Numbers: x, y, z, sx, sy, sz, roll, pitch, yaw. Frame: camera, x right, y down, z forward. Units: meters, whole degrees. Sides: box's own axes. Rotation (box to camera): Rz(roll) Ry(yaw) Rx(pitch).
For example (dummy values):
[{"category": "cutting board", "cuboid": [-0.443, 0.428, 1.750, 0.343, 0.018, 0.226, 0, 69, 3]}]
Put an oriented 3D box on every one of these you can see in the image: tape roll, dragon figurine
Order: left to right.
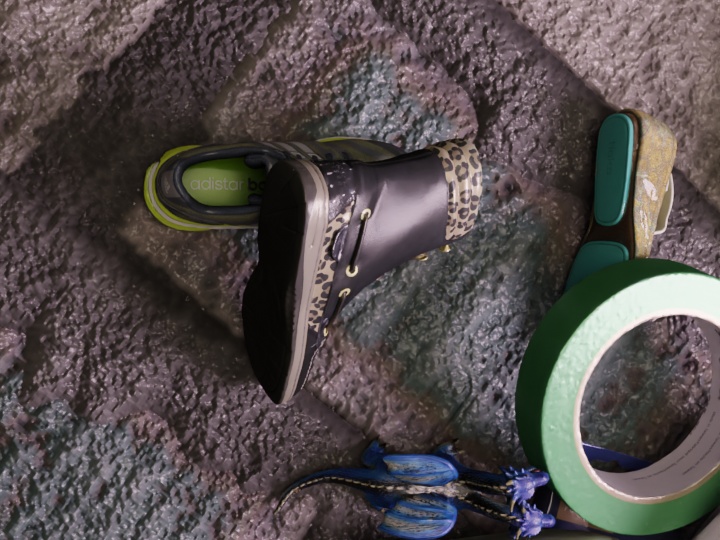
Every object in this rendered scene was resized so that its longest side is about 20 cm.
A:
[{"category": "dragon figurine", "cuboid": [0.039, 0.158, 0.819, 0.198, 0.099, 0.060, 3, 91, -8]}, {"category": "tape roll", "cuboid": [0.214, 0.094, 0.838, 0.198, 0.048, 0.203, -4, 104, -16]}]

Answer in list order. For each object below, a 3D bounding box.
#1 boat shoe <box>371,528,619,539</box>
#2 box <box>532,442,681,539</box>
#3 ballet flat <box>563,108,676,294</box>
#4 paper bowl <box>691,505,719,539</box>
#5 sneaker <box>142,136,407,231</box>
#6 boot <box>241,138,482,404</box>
[{"category": "boat shoe", "cuboid": [0.094, 0.227, 0.836, 0.199, 0.072, 0.061, -4, 85, 6]}, {"category": "box", "cuboid": [0.181, 0.243, 0.894, 0.120, 0.032, 0.202, 17, 87, -14]}, {"category": "ballet flat", "cuboid": [0.206, -0.023, 0.878, 0.070, 0.071, 0.202, 11, 89, -14]}, {"category": "paper bowl", "cuboid": [0.326, 0.198, 0.849, 0.201, 0.201, 0.104, -44, 71, -9]}, {"category": "sneaker", "cuboid": [-0.052, -0.059, 0.801, 0.198, 0.081, 0.075, -7, 94, -14]}, {"category": "boot", "cuboid": [0.001, 0.000, 0.795, 0.153, 0.074, 0.205, -16, 137, -29]}]
